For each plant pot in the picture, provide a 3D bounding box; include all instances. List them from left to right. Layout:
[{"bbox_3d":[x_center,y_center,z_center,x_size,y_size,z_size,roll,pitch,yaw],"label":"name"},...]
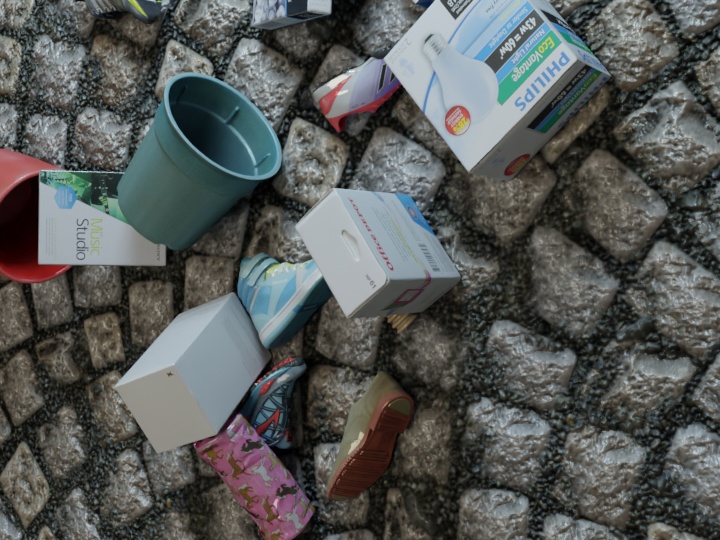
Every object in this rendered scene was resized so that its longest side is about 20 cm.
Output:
[{"bbox_3d":[-0.560,-0.102,1.915,0.176,0.199,0.203,30,105,39],"label":"plant pot"},{"bbox_3d":[-0.250,-0.148,1.719,0.196,0.199,0.202,-45,68,31],"label":"plant pot"}]

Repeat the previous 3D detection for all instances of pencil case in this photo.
[{"bbox_3d":[-0.151,0.297,1.668,0.201,0.086,0.082,55,151,-13],"label":"pencil case"}]

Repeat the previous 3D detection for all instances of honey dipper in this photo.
[{"bbox_3d":[0.000,0.000,1.608,0.038,0.038,0.200,-42,88,24],"label":"honey dipper"}]

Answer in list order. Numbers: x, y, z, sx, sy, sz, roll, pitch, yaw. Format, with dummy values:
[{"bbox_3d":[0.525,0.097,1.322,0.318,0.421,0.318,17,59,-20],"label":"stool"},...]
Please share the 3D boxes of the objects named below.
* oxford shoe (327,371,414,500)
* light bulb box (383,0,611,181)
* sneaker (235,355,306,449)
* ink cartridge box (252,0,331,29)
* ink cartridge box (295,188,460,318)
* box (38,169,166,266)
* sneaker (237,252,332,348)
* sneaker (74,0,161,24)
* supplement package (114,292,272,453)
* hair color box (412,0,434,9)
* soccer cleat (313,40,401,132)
[{"bbox_3d":[0.007,0.233,1.635,0.202,0.070,0.074,-58,39,19],"label":"oxford shoe"},{"bbox_3d":[0.172,-0.256,1.485,0.198,0.124,0.201,-46,67,23],"label":"light bulb box"},{"bbox_3d":[-0.123,0.212,1.712,0.095,0.079,0.201,41,117,9],"label":"sneaker"},{"bbox_3d":[-0.094,-0.453,1.649,0.197,0.043,0.204,8,95,62],"label":"ink cartridge box"},{"bbox_3d":[0.025,-0.023,1.532,0.084,0.199,0.146,-40,70,25],"label":"ink cartridge box"},{"bbox_3d":[-0.400,-0.080,1.821,0.036,0.196,0.147,-177,87,-76],"label":"box"},{"bbox_3d":[-0.107,0.003,1.687,0.200,0.079,0.131,-46,69,22],"label":"sneaker"},{"bbox_3d":[-0.390,-0.433,1.875,0.199,0.073,0.082,37,115,34],"label":"sneaker"},{"bbox_3d":[-0.236,0.144,1.678,0.118,0.200,0.122,-20,109,29],"label":"supplement package"},{"bbox_3d":[0.122,-0.457,1.553,0.200,0.060,0.100,-47,68,23],"label":"hair color box"},{"bbox_3d":[0.027,-0.262,1.618,0.198,0.068,0.074,-24,96,29],"label":"soccer cleat"}]
